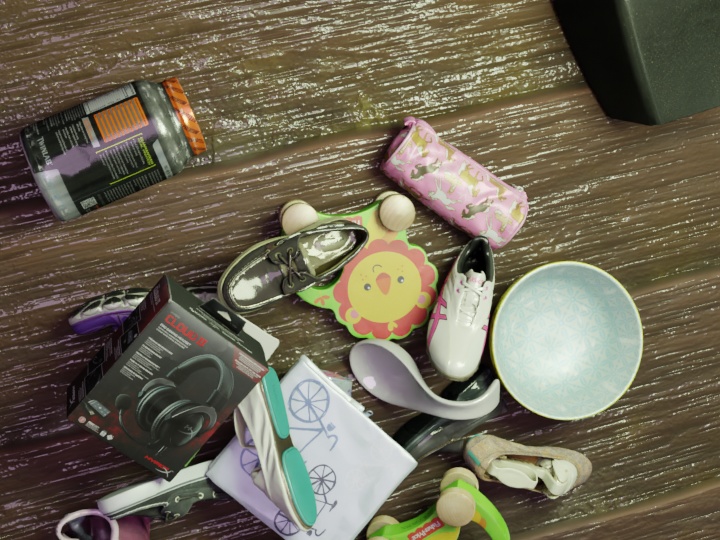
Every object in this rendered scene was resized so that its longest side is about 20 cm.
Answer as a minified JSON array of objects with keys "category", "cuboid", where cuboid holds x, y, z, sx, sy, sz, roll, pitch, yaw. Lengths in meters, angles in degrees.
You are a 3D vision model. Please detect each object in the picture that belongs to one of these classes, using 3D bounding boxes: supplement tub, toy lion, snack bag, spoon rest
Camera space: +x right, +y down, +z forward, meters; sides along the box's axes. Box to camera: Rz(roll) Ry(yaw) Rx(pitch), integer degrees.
[{"category":"supplement tub","cuboid":[-0.295,-0.151,1.297,0.199,0.122,0.123,-24,94,-8]},{"category":"toy lion","cuboid":[0.109,0.378,1.369,0.200,0.069,0.192,-37,100,19]},{"category":"toy lion","cuboid":[0.000,0.000,1.383,0.198,0.069,0.193,-5,99,-9]},{"category":"snack bag","cuboid":[-0.055,0.236,1.307,0.200,0.021,0.189,40,89,0]},{"category":"spoon rest","cuboid":[0.072,0.141,1.350,0.199,0.061,0.100,14,131,24]}]

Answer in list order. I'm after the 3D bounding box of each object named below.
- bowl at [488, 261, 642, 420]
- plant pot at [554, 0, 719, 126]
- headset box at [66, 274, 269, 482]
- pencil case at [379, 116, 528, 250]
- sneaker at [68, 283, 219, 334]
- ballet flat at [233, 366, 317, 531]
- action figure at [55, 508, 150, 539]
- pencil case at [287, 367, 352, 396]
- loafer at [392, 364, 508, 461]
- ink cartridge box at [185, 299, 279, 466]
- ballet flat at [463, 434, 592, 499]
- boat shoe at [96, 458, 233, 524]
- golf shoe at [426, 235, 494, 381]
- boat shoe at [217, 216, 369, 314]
[{"category":"bowl","cuboid":[0.252,0.088,1.397,0.198,0.108,0.202,0,90,-9]},{"category":"plant pot","cuboid":[0.388,-0.292,1.382,0.198,0.200,0.179,-17,106,-9]},{"category":"headset box","cuboid":[-0.212,0.116,1.220,0.149,0.077,0.200,39,99,-26]},{"category":"pencil case","cuboid":[0.120,-0.112,1.386,0.199,0.083,0.087,33,70,-8]},{"category":"sneaker","cuboid":[-0.258,0.066,1.331,0.198,0.081,0.084,-3,99,-9]},{"category":"ballet flat","cuboid":[-0.107,0.213,1.271,0.069,0.069,0.202,-17,85,-9]},{"category":"action figure","cuboid":[-0.280,0.378,1.300,0.133,0.149,0.201,-15,78,-13]},{"category":"pencil case","cuboid":[-0.069,0.222,1.358,0.090,0.083,0.202,13,88,-22]},{"category":"loafer","cuboid":[0.108,0.211,1.395,0.200,0.073,0.072,-39,101,-6]},{"category":"ink cartridge box","cuboid":[-0.203,0.123,1.308,0.117,0.067,0.200,35,99,-27]},{"category":"ballet flat","cuboid":[0.225,0.264,1.397,0.199,0.067,0.069,12,109,-21]},{"category":"boat shoe","cuboid":[-0.223,0.271,1.297,0.199,0.068,0.057,-10,81,-48]},{"category":"golf shoe","cuboid":[0.126,0.044,1.337,0.072,0.092,0.201,11,49,2]},{"category":"boat shoe","cuboid":[-0.077,-0.012,1.272,0.199,0.065,0.074,-32,102,-26]}]
